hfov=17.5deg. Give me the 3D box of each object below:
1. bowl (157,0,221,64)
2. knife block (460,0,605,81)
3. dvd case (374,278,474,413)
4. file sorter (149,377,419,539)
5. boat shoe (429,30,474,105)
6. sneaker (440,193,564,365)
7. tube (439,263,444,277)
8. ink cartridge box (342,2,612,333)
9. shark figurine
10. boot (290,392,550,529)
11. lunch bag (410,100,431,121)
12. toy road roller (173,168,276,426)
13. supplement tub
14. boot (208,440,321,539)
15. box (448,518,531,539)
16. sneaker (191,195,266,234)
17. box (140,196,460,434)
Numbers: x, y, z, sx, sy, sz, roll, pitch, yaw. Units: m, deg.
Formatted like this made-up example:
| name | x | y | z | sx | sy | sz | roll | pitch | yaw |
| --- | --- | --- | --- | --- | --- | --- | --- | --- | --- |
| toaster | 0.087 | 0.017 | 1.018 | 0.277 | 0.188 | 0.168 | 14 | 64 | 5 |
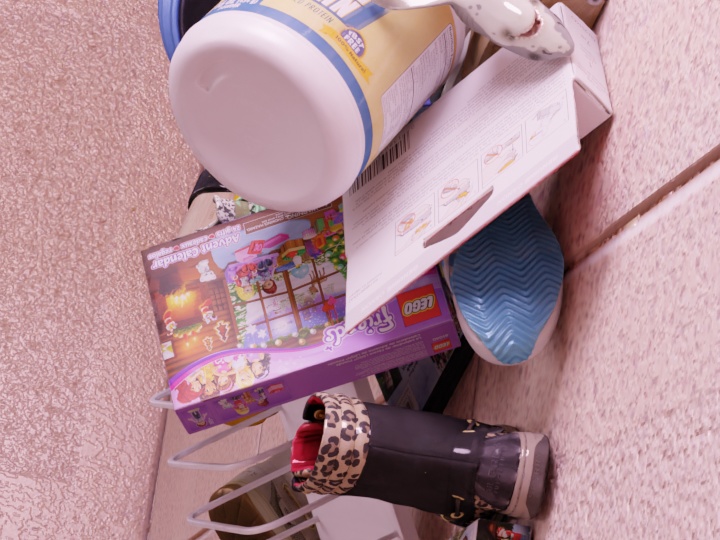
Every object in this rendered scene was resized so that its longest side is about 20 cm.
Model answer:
| name | x | y | z | sx | sy | sz | roll | pitch | yaw |
| --- | --- | --- | --- | --- | --- | --- | --- | --- | --- |
| bowl | -0.066 | -0.214 | 1.921 | 0.039 | 0.199 | 0.202 | -131 | 52 | -66 |
| knife block | 0.124 | -0.229 | 1.594 | 0.200 | 0.064 | 0.176 | 113 | 164 | -53 |
| dvd case | 0.034 | 0.016 | 1.780 | 0.143 | 0.017 | 0.201 | -64 | 36 | 40 |
| file sorter | -0.055 | 0.162 | 1.705 | 0.139 | 0.124 | 0.201 | -2 | 108 | 61 |
| boat shoe | 0.088 | -0.205 | 1.661 | 0.073 | 0.062 | 0.201 | 6 | -71 | -61 |
| sneaker | 0.093 | 0.005 | 1.544 | 0.200 | 0.076 | 0.081 | -97 | 1 | -56 |
| tube | 0.000 | 0.000 | 1.659 | 0.052 | 0.199 | 0.058 | 55 | 172 | 52 |
| ink cartridge box | 0.072 | -0.056 | 1.489 | 0.200 | 0.045 | 0.177 | -38 | 29 | 24 |
| shark figurine | 0.071 | -0.230 | 1.500 | 0.089 | 0.127 | 0.216 | 32 | -127 | -73 |
| boot | 0.030 | 0.125 | 1.515 | 0.200 | 0.150 | 0.074 | 160 | 120 | -78 |
| lunch bag | 0.043 | -0.186 | 1.751 | 0.094 | 0.199 | 0.152 | 19 | -116 | -59 |
| toy road roller | -0.062 | 0.018 | 1.823 | 0.123 | 0.145 | 0.201 | -69 | -29 | -47 |
| supplement tub | -0.019 | -0.149 | 1.544 | 0.200 | 0.144 | 0.145 | -49 | -12 | -40 |
| boot | -0.021 | 0.224 | 1.871 | 0.072 | 0.201 | 0.155 | -26 | 9 | 41 |
| box | 0.061 | 0.250 | 1.534 | 0.200 | 0.037 | 0.138 | 127 | 152 | -68 |
| sneaker | -0.070 | -0.027 | 1.685 | 0.077 | 0.199 | 0.089 | 56 | 180 | 44 |
| box | -0.043 | 0.018 | 1.606 | 0.039 | 0.199 | 0.137 | 67 | -175 | -56 |
